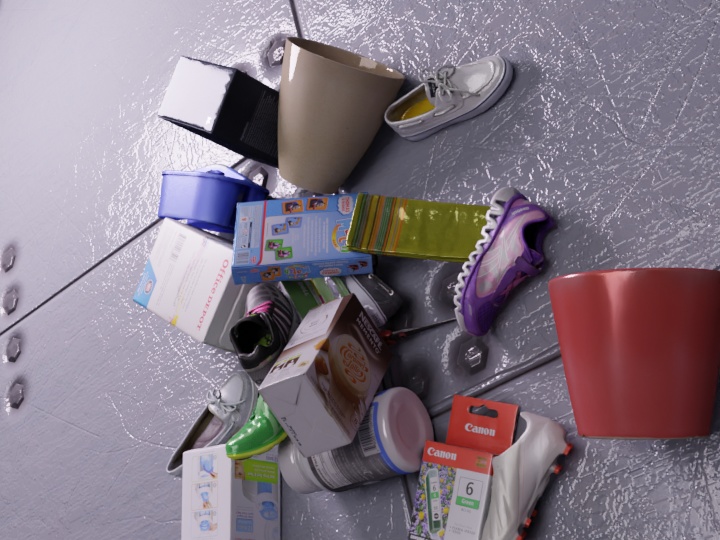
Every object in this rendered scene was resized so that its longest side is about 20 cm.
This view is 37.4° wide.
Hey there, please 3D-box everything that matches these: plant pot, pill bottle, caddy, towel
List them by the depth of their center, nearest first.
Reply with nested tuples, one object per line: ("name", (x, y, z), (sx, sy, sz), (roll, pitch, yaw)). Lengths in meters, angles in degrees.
("plant pot", (0.310, 0.096, 1.181), (0.199, 0.200, 0.179), (-6, 82, 39))
("pill bottle", (-0.010, 0.237, 1.442), (0.199, 0.113, 0.115), (-22, 63, 34))
("towel", (0.082, -0.059, 1.463), (0.198, 0.018, 0.087), (6, 73, 15))
("plant pot", (-0.050, -0.225, 1.603), (0.187, 0.186, 0.201), (34, 114, 41))
("caddy", (-0.241, -0.123, 1.737), (0.199, 0.141, 0.106), (8, 86, 41))

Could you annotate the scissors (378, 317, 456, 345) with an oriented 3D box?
("scissors", (0.051, 0.095, 1.496), (0.198, 0.073, 0.014), (-9, 49, 13))

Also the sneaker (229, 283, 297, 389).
("sneaker", (-0.135, 0.077, 1.451), (0.073, 0.088, 0.201), (-24, 40, 13))

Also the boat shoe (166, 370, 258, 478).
("boat shoe", (-0.229, 0.242, 1.657), (0.203, 0.065, 0.074), (-55, 50, 12))

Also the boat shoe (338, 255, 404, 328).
("boat shoe", (0.000, 0.000, 1.547), (0.066, 0.070, 0.200), (-35, 44, -3))

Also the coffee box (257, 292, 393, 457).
("coffee box", (-0.041, 0.133, 1.391), (0.079, 0.115, 0.200), (-23, 20, 29))

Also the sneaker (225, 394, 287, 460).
("sneaker", (-0.118, 0.184, 1.469), (0.200, 0.084, 0.074), (-43, 9, -24))

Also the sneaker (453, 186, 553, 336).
("sneaker", (0.190, -0.006, 1.380), (0.088, 0.080, 0.202), (21, 89, 34))

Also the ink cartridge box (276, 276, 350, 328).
("ink cartridge box", (-0.090, 0.083, 1.554), (0.104, 0.059, 0.201), (58, 134, 36))

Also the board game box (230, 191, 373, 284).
("board game box", (-0.083, -0.049, 1.543), (0.198, 0.037, 0.152), (-5, 41, 3))

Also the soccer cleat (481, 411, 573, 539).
("soccer cleat", (0.184, 0.269, 1.293), (0.077, 0.069, 0.201), (28, 89, 17))

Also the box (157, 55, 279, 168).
("box", (-0.192, -0.247, 1.695), (0.148, 0.199, 0.108), (22, 91, 41))

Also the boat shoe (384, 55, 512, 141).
("boat shoe", (0.115, -0.256, 1.513), (0.201, 0.086, 0.075), (-23, 62, 34))

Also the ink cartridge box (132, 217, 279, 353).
("ink cartridge box", (-0.226, 0.029, 1.670), (0.199, 0.144, 0.148), (26, 93, 42))

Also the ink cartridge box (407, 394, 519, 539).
("ink cartridge box", (0.131, 0.261, 1.356), (0.108, 0.050, 0.202), (4, 80, 41))

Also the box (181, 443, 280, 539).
("box", (-0.188, 0.365, 1.551), (0.101, 0.112, 0.202), (-15, 67, 34))
